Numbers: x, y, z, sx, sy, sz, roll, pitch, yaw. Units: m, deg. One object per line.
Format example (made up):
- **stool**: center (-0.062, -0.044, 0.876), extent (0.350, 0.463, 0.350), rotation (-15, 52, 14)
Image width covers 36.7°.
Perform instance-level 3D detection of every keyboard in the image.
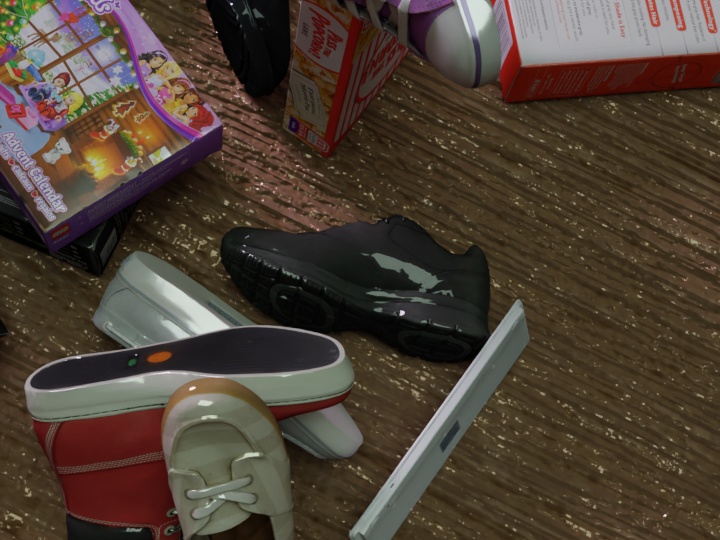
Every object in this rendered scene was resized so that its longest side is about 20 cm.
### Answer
- **keyboard**: center (0.058, 0.109, 0.737), extent (0.011, 0.056, 0.200), rotation (29, 68, 24)

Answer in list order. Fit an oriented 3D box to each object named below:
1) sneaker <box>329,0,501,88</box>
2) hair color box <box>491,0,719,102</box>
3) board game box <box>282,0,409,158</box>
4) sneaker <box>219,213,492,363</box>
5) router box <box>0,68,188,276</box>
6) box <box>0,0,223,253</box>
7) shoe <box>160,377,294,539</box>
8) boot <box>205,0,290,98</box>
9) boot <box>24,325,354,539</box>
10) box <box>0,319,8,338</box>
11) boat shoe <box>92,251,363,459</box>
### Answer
- **sneaker**: center (-0.011, -0.163, 0.607), extent (0.114, 0.073, 0.201), rotation (-28, 67, -12)
- **hair color box**: center (0.206, -0.197, 0.861), extent (0.199, 0.061, 0.102), rotation (-5, 71, -8)
- **board game box**: center (0.011, -0.187, 0.757), extent (0.046, 0.200, 0.152), rotation (34, 70, 4)
- **sneaker**: center (0.000, 0.000, 0.765), extent (0.199, 0.076, 0.091), rotation (17, 62, -11)
- **router box**: center (-0.241, -0.105, 0.766), extent (0.199, 0.062, 0.151), rotation (23, 70, 1)
- **box**: center (-0.204, -0.130, 0.725), extent (0.137, 0.039, 0.200), rotation (-35, 78, -18)
- **shoe**: center (-0.068, 0.146, 0.633), extent (0.070, 0.201, 0.053), rotation (-14, 38, -6)
- **boot**: center (-0.045, -0.242, 0.840), extent (0.162, 0.073, 0.199), rotation (-18, 73, -17)
- **boot**: center (-0.095, 0.117, 0.677), extent (0.199, 0.072, 0.145), rotation (-8, 109, 4)
- **box**: center (-0.337, -0.009, 0.691), extent (0.136, 0.040, 0.201), rotation (-30, 90, -1)
- **boat shoe**: center (-0.091, 0.071, 0.727), extent (0.200, 0.072, 0.069), rotation (37, 98, -6)
